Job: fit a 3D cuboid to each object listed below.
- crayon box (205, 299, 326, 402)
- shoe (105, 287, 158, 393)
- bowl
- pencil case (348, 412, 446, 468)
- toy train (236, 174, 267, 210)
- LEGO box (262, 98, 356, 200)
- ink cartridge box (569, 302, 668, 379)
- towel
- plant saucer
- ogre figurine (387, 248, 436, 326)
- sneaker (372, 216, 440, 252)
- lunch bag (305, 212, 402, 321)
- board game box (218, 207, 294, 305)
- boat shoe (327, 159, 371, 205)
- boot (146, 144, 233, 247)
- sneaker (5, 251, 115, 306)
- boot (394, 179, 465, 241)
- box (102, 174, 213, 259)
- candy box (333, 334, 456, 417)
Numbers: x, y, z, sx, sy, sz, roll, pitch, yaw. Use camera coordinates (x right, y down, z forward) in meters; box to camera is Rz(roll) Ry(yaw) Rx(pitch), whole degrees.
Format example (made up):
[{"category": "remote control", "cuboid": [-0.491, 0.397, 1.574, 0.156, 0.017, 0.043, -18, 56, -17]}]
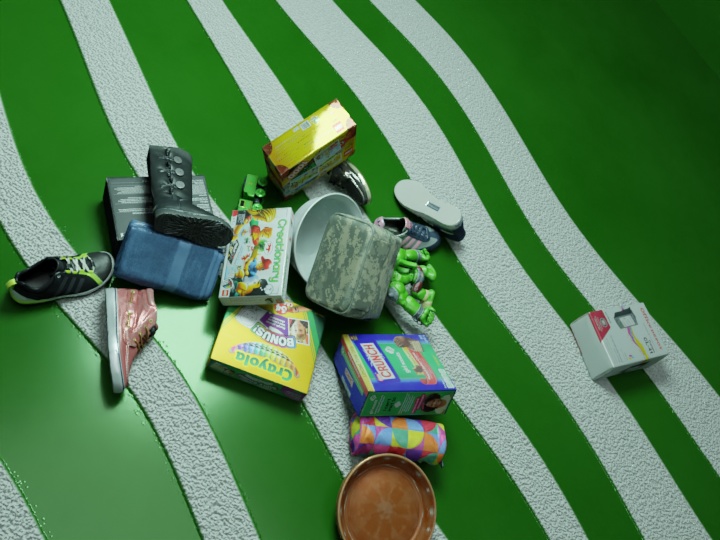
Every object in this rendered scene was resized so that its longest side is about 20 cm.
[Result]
[{"category": "crayon box", "cuboid": [-0.180, 0.138, 1.441, 0.197, 0.058, 0.175, 22, 55, -13]}, {"category": "shoe", "cuboid": [-0.409, 0.120, 1.332, 0.089, 0.072, 0.203, -2, 58, -20]}, {"category": "bowl", "cuboid": [-0.089, -0.068, 1.563, 0.199, 0.089, 0.205, -15, 112, -42]}, {"category": "pencil case", "cuboid": [0.073, 0.330, 1.438, 0.196, 0.089, 0.090, 14, 56, -17]}, {"category": "toy train", "cuboid": [-0.239, -0.121, 1.579, 0.055, 0.042, 0.203, 12, 57, -8]}, {"category": "LEGO box", "cuboid": [-0.110, -0.261, 1.611, 0.199, 0.149, 0.078, -35, 79, -11]}, {"category": "ink cartridge box", "cuboid": [0.630, 0.170, 1.804, 0.197, 0.086, 0.150, -8, 65, -28]}, {"category": "towel", "cuboid": [-0.362, -0.016, 1.403, 0.198, 0.048, 0.113, 19, 96, -36]}, {"category": "plant saucer", "cuboid": [0.046, 0.443, 1.366, 0.196, 0.032, 0.205, 5, 75, -20]}, {"category": "ogre figurine", "cuboid": [0.109, 0.018, 1.632, 0.118, 0.098, 0.203, 25, 64, -25]}, {"category": "sneaker", "cuboid": [0.111, -0.086, 1.700, 0.196, 0.082, 0.071, -1, 61, -27]}, {"category": "lunch bag", "cuboid": [0.000, 0.000, 1.511, 0.166, 0.138, 0.204, 15, 94, -51]}, {"category": "board game box", "cuboid": [-0.200, -0.029, 1.443, 0.123, 0.035, 0.203, -3, 59, 9]}, {"category": "boat shoe", "cuboid": [-0.051, -0.227, 1.718, 0.065, 0.072, 0.202, -29, 77, -25]}, {"category": "boot", "cuboid": [-0.333, -0.148, 1.435, 0.163, 0.066, 0.202, 19, 36, -36]}, {"category": "sneaker", "cuboid": [-0.532, 0.009, 1.330, 0.198, 0.083, 0.072, -25, 75, -35]}, {"category": "boot", "cuboid": [0.165, -0.139, 1.774, 0.199, 0.091, 0.073, 38, 78, 30]}, {"category": "box", "cuboid": [-0.398, -0.108, 1.468, 0.197, 0.079, 0.143, -5, 62, -29]}, {"category": "candy box", "cuboid": [0.065, 0.206, 1.473, 0.196, 0.078, 0.170, 2, 35, -25]}]
